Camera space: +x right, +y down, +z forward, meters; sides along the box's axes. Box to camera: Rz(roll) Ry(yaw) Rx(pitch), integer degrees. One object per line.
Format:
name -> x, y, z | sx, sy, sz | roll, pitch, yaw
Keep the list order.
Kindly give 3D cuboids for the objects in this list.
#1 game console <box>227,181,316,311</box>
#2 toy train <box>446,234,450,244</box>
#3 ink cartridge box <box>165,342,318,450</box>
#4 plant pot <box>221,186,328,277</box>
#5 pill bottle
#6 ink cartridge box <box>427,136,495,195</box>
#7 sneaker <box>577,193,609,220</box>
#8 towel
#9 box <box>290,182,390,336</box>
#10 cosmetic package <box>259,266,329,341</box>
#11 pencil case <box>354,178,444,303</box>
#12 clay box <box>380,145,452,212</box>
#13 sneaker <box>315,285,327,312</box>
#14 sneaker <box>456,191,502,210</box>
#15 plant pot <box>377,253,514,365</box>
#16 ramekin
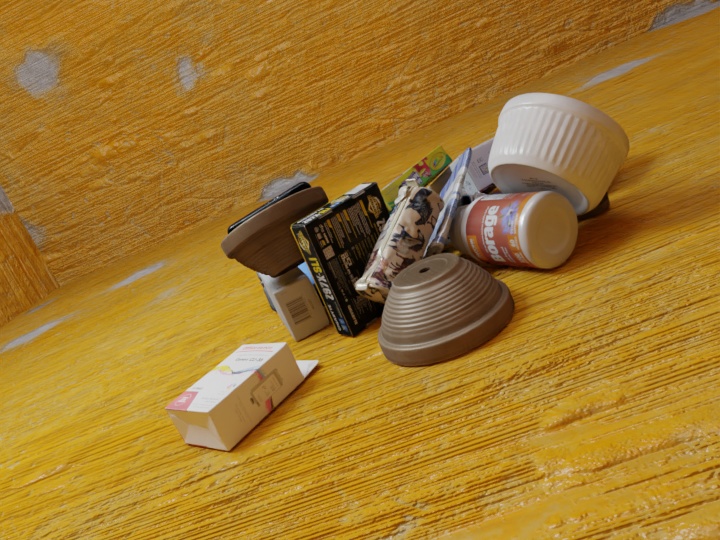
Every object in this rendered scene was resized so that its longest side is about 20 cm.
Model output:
game console -> -0.143, -0.047, 1.271 | 0.199, 0.173, 0.119 | -30, 38, 7
toy train -> 0.122, -0.081, 1.250 | 0.113, 0.088, 0.200 | -19, 16, -2
ink cartridge box -> -0.166, 0.165, 0.913 | 0.116, 0.068, 0.200 | -8, 23, 43
plant pot -> -0.129, -0.052, 1.073 | 0.200, 0.093, 0.201 | -31, 0, 0
pill bottle -> 0.230, -0.064, 0.985 | 0.112, 0.113, 0.199 | -31, 17, -23
ink cartridge box -> 0.256, -0.206, 1.332 | 0.175, 0.084, 0.200 | -30, -4, -18
sneaker -> 0.316, -0.110, 1.070 | 0.198, 0.076, 0.071 | -21, 16, 11
towel -> 0.143, -0.096, 1.085 | 0.147, 0.024, 0.202 | 110, 180, -67
box -> -0.005, -0.019, 1.023 | 0.159, 0.202, 0.049 | -35, 21, -32
cosmetic package -> -0.127, 0.049, 1.168 | 0.073, 0.103, 0.200 | -26, 18, -9
pencil case -> 0.060, -0.041, 0.992 | 0.077, 0.089, 0.201 | 6, 65, 50
clay box -> 0.088, -0.166, 1.286 | 0.200, 0.048, 0.115 | -40, 0, -17
sneaker -> 0.000, 0.000, 1.139 | 0.198, 0.100, 0.071 | -19, 15, 14
sneaker -> 0.230, -0.115, 1.192 | 0.074, 0.088, 0.200 | -14, 18, 37
plant pot -> 0.105, 0.039, 0.878 | 0.199, 0.093, 0.201 | -23, 15, 7
ramekin -> 0.288, -0.165, 0.948 | 0.200, 0.199, 0.106 | 7, 69, 61
